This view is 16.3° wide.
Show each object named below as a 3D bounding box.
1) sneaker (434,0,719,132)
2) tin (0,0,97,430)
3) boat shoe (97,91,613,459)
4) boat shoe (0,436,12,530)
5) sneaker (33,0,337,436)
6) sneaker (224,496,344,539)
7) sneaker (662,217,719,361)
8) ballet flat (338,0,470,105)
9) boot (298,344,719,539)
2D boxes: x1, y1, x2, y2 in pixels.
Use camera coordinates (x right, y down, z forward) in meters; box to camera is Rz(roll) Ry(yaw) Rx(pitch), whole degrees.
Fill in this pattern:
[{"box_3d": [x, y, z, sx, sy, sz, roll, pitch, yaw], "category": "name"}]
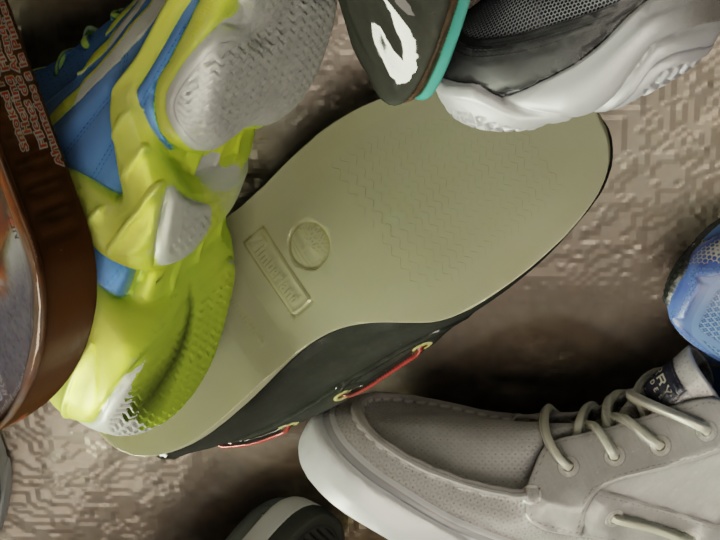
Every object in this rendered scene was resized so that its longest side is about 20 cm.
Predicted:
[{"box_3d": [0.085, -0.127, 0.721, 0.200, 0.076, 0.114, -30, 116, 21], "category": "sneaker"}, {"box_3d": [-0.148, -0.042, 0.764, 0.112, 0.042, 0.201, -16, 95, 28], "category": "tin"}, {"box_3d": [-0.001, -0.003, 0.828, 0.201, 0.063, 0.074, -32, 78, 22], "category": "boat shoe"}, {"box_3d": [-0.159, 0.055, 0.877, 0.071, 0.068, 0.200, 9, 127, -3], "category": "boat shoe"}, {"box_3d": [-0.078, -0.053, 0.784, 0.105, 0.076, 0.201, 26, 104, 22], "category": "sneaker"}, {"box_3d": [-0.101, 0.149, 0.940, 0.200, 0.121, 0.084, -55, 149, -4], "category": "sneaker"}, {"box_3d": [0.193, 0.040, 0.818, 0.199, 0.089, 0.079, 22, 127, 5], "category": "sneaker"}, {"box_3d": [0.016, -0.143, 0.711, 0.068, 0.068, 0.200, 11, 117, -18], "category": "ballet flat"}, {"box_3d": [0.085, 0.059, 0.870, 0.199, 0.074, 0.096, 17, 121, -19], "category": "boot"}]
